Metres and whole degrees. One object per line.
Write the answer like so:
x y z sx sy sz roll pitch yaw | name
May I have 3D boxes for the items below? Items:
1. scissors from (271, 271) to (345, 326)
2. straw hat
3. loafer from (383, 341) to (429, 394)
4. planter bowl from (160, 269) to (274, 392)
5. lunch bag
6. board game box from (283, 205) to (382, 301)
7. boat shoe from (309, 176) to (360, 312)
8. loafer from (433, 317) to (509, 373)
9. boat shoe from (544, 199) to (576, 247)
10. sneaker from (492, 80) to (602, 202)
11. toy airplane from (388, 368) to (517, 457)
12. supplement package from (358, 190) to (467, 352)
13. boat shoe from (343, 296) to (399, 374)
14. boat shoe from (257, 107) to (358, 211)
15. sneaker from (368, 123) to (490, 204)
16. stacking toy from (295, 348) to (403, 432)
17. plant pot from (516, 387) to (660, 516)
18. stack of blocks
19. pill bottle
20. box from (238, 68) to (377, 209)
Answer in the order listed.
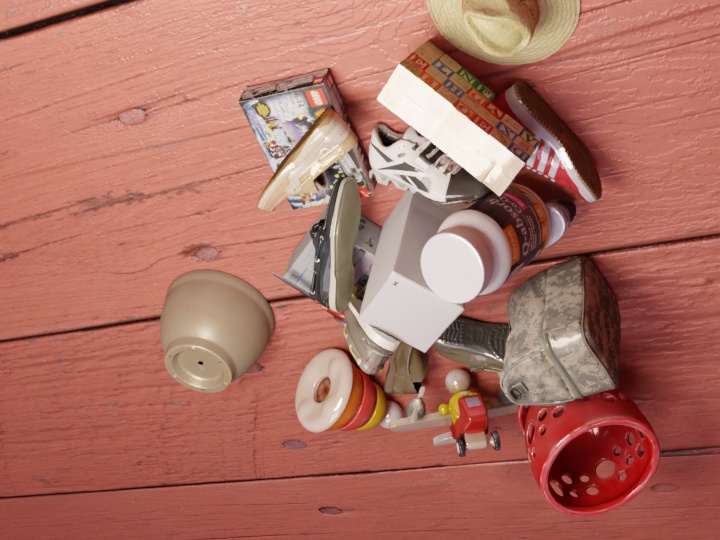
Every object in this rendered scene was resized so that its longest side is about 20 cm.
-0.054 0.052 1.691 0.073 0.014 0.199 18 164 47 | scissors
0.170 -0.310 1.319 0.197 0.086 0.203 9 136 8 | straw hat
0.082 0.141 1.805 0.066 0.077 0.201 12 146 3 | loafer
-0.255 0.119 1.835 0.196 0.136 0.202 8 136 8 | planter bowl
0.288 0.096 1.609 0.166 0.202 0.140 -20 123 28 | lunch bag
0.000 0.000 1.693 0.198 0.065 0.148 31 135 -12 | board game box
-0.044 -0.042 1.580 0.065 0.074 0.203 15 117 28 | boat shoe
0.207 0.127 1.760 0.197 0.076 0.070 17 148 6 | loafer
0.230 -0.046 1.575 0.199 0.068 0.072 -37 87 39 | boat shoe
0.233 -0.152 1.467 0.112 0.072 0.200 -32 111 34 | sneaker
0.175 0.238 1.840 0.197 0.144 0.198 -16 170 39 | toy airplane
0.087 -0.010 1.557 0.116 0.202 0.118 27 135 -11 | supplement package
0.006 0.093 1.604 0.071 0.202 0.061 27 99 -16 | boat shoe
-0.075 -0.138 1.513 0.069 0.074 0.200 36 132 -11 | boat shoe
0.090 -0.151 1.482 0.197 0.074 0.090 17 130 31 | sneaker
-0.004 0.234 1.905 0.198 0.148 0.145 26 139 -36 | stacking toy
0.351 0.256 1.726 0.196 0.184 0.203 -7 125 -10 | plant pot
0.130 -0.196 1.379 0.199 0.115 0.059 39 124 3 | stack of blocks
0.168 -0.036 1.450 0.115 0.199 0.118 14 117 29 | pill bottle
-0.073 -0.183 1.550 0.135 0.040 0.202 -9 130 23 | box
